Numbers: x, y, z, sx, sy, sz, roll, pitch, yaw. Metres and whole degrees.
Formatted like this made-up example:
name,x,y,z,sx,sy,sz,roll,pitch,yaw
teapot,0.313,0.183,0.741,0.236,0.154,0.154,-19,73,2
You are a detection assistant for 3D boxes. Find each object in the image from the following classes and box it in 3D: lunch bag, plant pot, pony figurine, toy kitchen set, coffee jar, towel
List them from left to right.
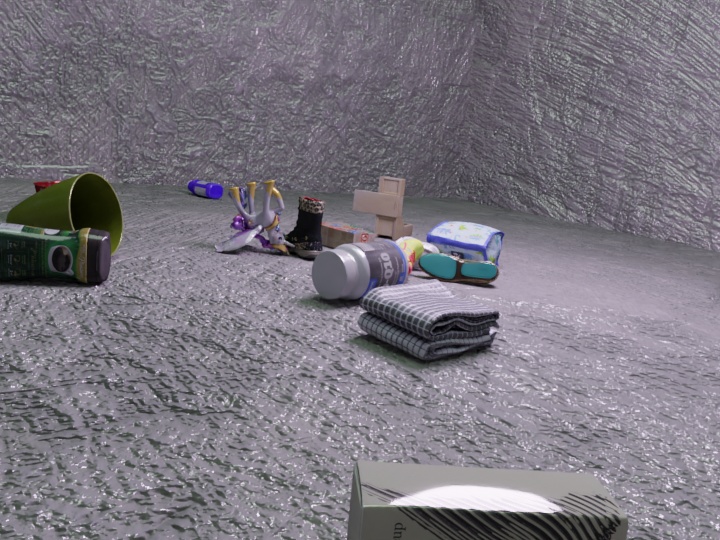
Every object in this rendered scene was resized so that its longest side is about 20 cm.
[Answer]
name,x,y,z,sx,sy,sz,roll,pitch,yaw
coffee jar,-0.573,-0.031,1.246,0.198,0.105,0.085,3,14,-16
plant pot,-0.661,-0.106,1.459,0.198,0.189,0.187,-7,8,14
pony figurine,-0.278,-0.125,1.737,0.191,0.202,0.167,-8,16,12
toy kitchen set,0.084,-0.224,2.284,0.162,0.202,0.180,11,12,22
towel,0.118,0.078,1.112,0.199,0.086,0.165,-5,16,-43
lunch bag,0.288,-0.071,1.828,0.169,0.129,0.200,11,3,23

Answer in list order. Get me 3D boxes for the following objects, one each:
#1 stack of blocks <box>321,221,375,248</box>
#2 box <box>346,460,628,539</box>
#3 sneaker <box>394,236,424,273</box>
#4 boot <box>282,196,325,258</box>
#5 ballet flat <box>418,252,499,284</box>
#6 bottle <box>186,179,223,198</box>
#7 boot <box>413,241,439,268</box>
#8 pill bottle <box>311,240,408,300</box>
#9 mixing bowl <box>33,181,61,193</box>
name,x,y,z,sx,sy,sz,roll,pitch,yaw
stack of blocks,-0.046,-0.099,1.964,0.115,0.059,0.199,-4,15,-42
box,0.091,0.200,0.507,0.198,0.083,0.068,3,13,-6
sneaker,0.098,-0.017,1.590,0.090,0.079,0.199,21,36,37
boot,-0.157,-0.122,1.776,0.073,0.155,0.203,-2,14,-35
ballet flat,0.241,0.003,1.644,0.198,0.071,0.065,11,-15,14
bottle,-0.682,-0.355,2.887,0.199,0.066,0.083,15,11,40
boot,0.102,-0.029,1.705,0.198,0.074,0.096,-1,17,9
pill bottle,0.000,0.000,1.361,0.113,0.115,0.199,15,15,37
mixing bowl,-0.818,-0.188,1.886,0.198,0.109,0.200,6,10,-1
